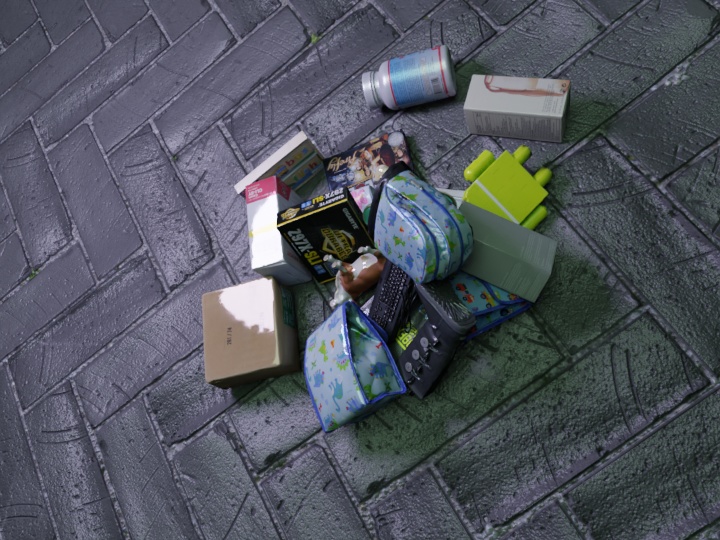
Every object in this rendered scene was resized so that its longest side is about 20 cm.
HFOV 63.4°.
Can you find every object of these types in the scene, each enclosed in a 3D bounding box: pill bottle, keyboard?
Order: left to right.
[{"bbox_3d":[0.066,0.040,1.119,0.104,0.039,0.202,28,111,34],"label":"keyboard"},{"bbox_3d":[0.109,-0.424,1.306,0.198,0.109,0.110,-9,71,17],"label":"pill bottle"}]

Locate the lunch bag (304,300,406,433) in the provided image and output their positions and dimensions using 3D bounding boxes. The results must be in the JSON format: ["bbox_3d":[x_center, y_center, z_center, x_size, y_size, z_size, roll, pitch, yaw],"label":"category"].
[{"bbox_3d":[-0.026,0.183,1.128,0.170,0.127,0.201,-44,64,42],"label":"lunch bag"}]

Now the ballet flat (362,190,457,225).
[{"bbox_3d":[0.100,-0.119,1.143,0.198,0.069,0.070,-1,73,27],"label":"ballet flat"}]

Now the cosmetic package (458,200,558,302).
[{"bbox_3d":[0.254,-0.038,1.082,0.198,0.091,0.107,24,43,11],"label":"cosmetic package"}]

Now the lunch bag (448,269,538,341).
[{"bbox_3d":[0.233,0.030,1.123,0.198,0.095,0.151,-20,54,-17],"label":"lunch bag"}]

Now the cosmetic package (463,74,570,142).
[{"bbox_3d":[0.324,-0.335,1.204,0.198,0.103,0.088,12,76,21],"label":"cosmetic package"}]

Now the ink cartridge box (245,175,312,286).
[{"bbox_3d":[-0.179,-0.081,1.284,0.083,0.145,0.202,-14,69,16],"label":"ink cartridge box"}]

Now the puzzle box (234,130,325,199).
[{"bbox_3d":[-0.177,-0.219,1.333,0.199,0.133,0.026,-38,65,6],"label":"puzzle box"}]

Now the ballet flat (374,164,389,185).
[{"bbox_3d":[0.073,-0.121,1.207,0.066,0.057,0.202,-11,102,50],"label":"ballet flat"}]

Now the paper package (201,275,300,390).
[{"bbox_3d":[-0.237,0.136,1.263,0.189,0.103,0.202,-14,69,14],"label":"paper package"}]

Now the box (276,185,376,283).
[{"bbox_3d":[-0.059,-0.068,1.206,0.158,0.200,0.050,-17,48,15],"label":"box"}]

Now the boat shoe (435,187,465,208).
[{"bbox_3d":[0.163,-0.126,1.214,0.198,0.070,0.072,5,70,18],"label":"boat shoe"}]

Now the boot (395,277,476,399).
[{"bbox_3d":[0.115,0.112,1.068,0.065,0.201,0.166,-7,48,-29],"label":"boot"}]

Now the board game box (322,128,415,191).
[{"bbox_3d":[0.021,-0.221,1.316,0.198,0.035,0.137,-19,68,14],"label":"board game box"}]

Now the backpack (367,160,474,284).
[{"bbox_3d":[0.102,-0.069,1.011,0.199,0.164,0.153,33,45,22],"label":"backpack"}]

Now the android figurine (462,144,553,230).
[{"bbox_3d":[0.284,-0.149,1.157,0.182,0.041,0.200,44,85,0],"label":"android figurine"}]

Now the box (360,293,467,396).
[{"bbox_3d":[0.092,0.124,1.178,0.160,0.044,0.200,-43,64,3],"label":"box"}]

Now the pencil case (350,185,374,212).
[{"bbox_3d":[-0.043,-0.110,1.264,0.198,0.083,0.092,-20,90,16],"label":"pencil case"}]

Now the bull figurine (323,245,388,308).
[{"bbox_3d":[0.000,0.000,1.197,0.199,0.121,0.065,-34,39,18],"label":"bull figurine"}]
